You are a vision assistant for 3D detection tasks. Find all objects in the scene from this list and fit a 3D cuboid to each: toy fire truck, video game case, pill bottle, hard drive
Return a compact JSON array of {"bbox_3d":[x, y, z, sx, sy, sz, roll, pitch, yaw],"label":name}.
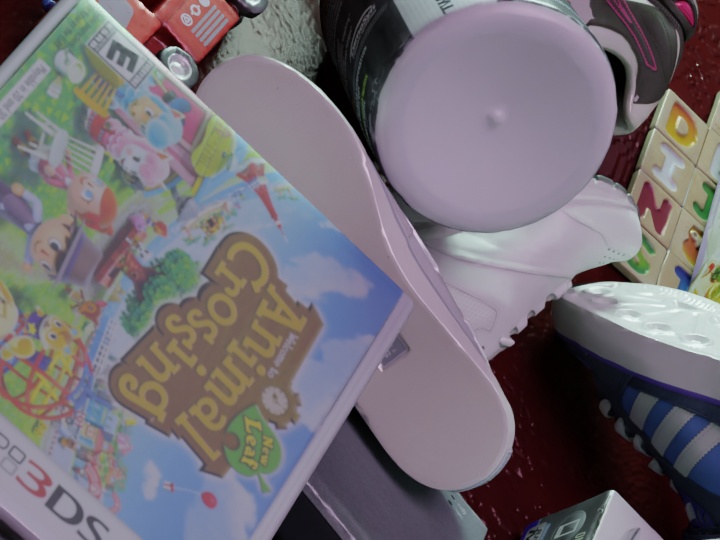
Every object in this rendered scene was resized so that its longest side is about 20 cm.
[{"bbox_3d":[-0.099,-0.162,1.010,0.141,0.049,0.200,48,46,-10],"label":"toy fire truck"},{"bbox_3d":[-0.087,0.017,0.814,0.182,0.022,0.200,43,47,-10],"label":"video game case"},{"bbox_3d":[0.039,-0.104,1.017,0.106,0.106,0.200,33,16,-24],"label":"pill bottle"},{"bbox_3d":[-0.030,0.056,0.916,0.200,0.033,0.140,51,16,-3],"label":"hard drive"}]

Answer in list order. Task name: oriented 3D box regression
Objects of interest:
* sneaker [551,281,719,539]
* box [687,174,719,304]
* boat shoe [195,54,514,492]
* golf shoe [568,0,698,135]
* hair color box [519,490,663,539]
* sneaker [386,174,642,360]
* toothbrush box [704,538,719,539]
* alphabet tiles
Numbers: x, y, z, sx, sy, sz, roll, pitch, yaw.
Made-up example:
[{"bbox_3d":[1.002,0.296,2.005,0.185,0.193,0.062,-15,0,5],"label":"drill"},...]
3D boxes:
[{"bbox_3d":[0.159,0.099,1.066,0.080,0.200,0.147,-11,115,-42],"label":"sneaker"},{"bbox_3d":[0.201,-0.001,1.185,0.041,0.039,0.200,41,47,-20],"label":"box"},{"bbox_3d":[0.000,0.000,0.942,0.200,0.072,0.069,51,4,4],"label":"boat shoe"},{"bbox_3d":[0.091,-0.154,1.158,0.200,0.077,0.088,35,56,-22],"label":"golf shoe"},{"bbox_3d":[0.140,0.207,1.010,0.200,0.065,0.109,46,46,-16],"label":"hair color box"},{"bbox_3d":[0.051,0.003,1.046,0.199,0.074,0.087,-9,82,-34],"label":"sneaker"},{"bbox_3d":[0.118,0.214,0.893,0.145,0.086,0.201,-1,94,-26],"label":"toothbrush box"},{"bbox_3d":[0.206,-0.002,1.223,0.166,0.006,0.200,41,46,-17],"label":"alphabet tiles"}]
